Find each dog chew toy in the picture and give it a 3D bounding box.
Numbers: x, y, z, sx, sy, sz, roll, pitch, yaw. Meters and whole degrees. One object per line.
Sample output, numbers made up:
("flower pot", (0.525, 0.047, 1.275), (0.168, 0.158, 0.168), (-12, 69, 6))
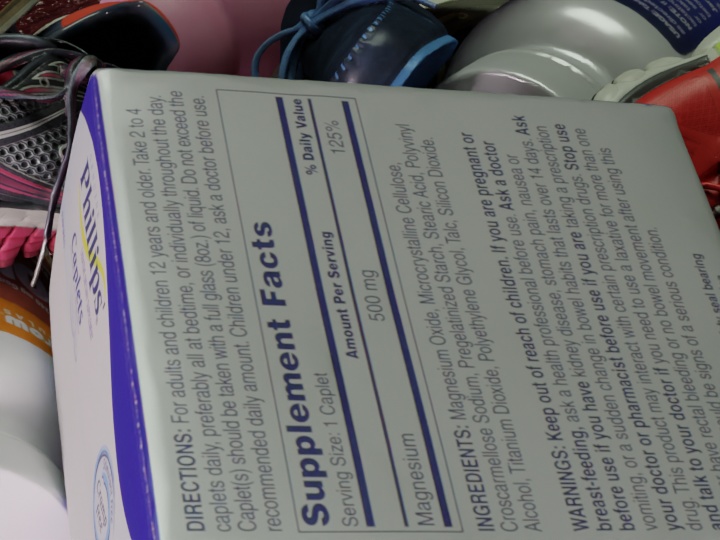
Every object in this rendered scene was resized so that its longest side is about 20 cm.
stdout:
("dog chew toy", (-0.057, -0.145, 1.088), (0.124, 0.125, 0.200), (22, 44, 39))

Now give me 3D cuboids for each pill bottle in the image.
("pill bottle", (-0.149, 0.051, 0.723), (0.112, 0.112, 0.200), (-10, 28, -12))
("pill bottle", (0.104, -0.071, 0.902), (0.120, 0.120, 0.200), (12, 25, 27))

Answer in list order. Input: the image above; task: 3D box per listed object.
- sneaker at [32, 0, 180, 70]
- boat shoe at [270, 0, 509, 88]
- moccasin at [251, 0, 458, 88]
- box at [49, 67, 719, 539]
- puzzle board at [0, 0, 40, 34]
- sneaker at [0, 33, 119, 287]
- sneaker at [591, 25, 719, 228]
("sneaker", (-0.143, -0.042, 0.869), (0.084, 0.075, 0.200), (-18, 37, 52))
("boat shoe", (0.030, -0.094, 1.023), (0.060, 0.072, 0.202), (13, 27, 37))
("moccasin", (-0.009, -0.088, 0.873), (0.080, 0.068, 0.200), (-49, 5, 2))
("box", (0.015, 0.043, 0.631), (0.200, 0.105, 0.184), (3, 46, -17))
("puzzle board", (-0.207, -0.040, 0.857), (0.200, 0.017, 0.151), (-42, 12, 11))
("sneaker", (-0.094, -0.046, 0.729), (0.200, 0.075, 0.081), (-7, 29, -34))
("sneaker", (0.152, -0.051, 0.789), (0.200, 0.077, 0.085), (-41, 35, -23))
